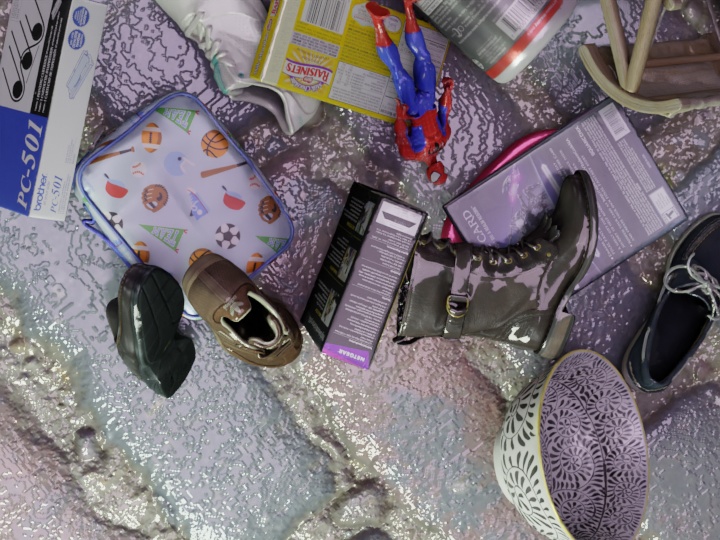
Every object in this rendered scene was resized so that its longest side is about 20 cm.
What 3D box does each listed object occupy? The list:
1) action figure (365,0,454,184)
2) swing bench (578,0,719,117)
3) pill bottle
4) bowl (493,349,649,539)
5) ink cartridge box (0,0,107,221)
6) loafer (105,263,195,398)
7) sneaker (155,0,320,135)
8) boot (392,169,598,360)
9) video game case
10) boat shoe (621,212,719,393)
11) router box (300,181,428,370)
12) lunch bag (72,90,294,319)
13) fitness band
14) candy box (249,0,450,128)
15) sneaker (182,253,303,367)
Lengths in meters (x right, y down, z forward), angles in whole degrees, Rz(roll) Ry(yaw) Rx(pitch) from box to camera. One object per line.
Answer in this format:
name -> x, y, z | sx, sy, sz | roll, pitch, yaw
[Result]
action figure -> 0.054, -0.164, 1.636 | 0.065, 0.052, 0.201 | -32, 131, -21
swing bench -> 0.310, -0.250, 1.631 | 0.198, 0.129, 0.201 | -10, 102, -42
pill bottle -> 0.096, -0.280, 1.633 | 0.200, 0.116, 0.116 | 41, 89, -5
bowl -> 0.191, 0.182, 1.701 | 0.094, 0.201, 0.202 | -13, 102, 37
ink cartridge box -> -0.292, -0.152, 1.595 | 0.044, 0.094, 0.201 | 7, 97, -46
loafer -> -0.203, 0.049, 1.592 | 0.072, 0.200, 0.073 | 27, 62, 15
sneaker -> -0.120, -0.205, 1.616 | 0.200, 0.075, 0.089 | 36, 57, -12
boot -> 0.124, -0.012, 1.646 | 0.173, 0.069, 0.201 | 13, 95, -9
video game case -> 0.199, -0.056, 1.695 | 0.200, 0.019, 0.143 | -33, 98, -3
boat shoe -> 0.324, 0.030, 1.729 | 0.075, 0.062, 0.200 | 36, 79, -6
router box -> 0.000, 0.000, 1.611 | 0.051, 0.200, 0.150 | 21, 94, -9
lunch bag -> -0.171, -0.061, 1.635 | 0.160, 0.076, 0.200 | -40, 101, -7
fitness band -> 0.170, -0.046, 1.717 | 0.200, 0.037, 0.144 | -46, 101, -3
candy box -> -0.005, -0.202, 1.631 | 0.199, 0.026, 0.103 | 14, 97, -38
sneaker -> -0.097, 0.057, 1.612 | 0.070, 0.200, 0.076 | -45, 57, 1
